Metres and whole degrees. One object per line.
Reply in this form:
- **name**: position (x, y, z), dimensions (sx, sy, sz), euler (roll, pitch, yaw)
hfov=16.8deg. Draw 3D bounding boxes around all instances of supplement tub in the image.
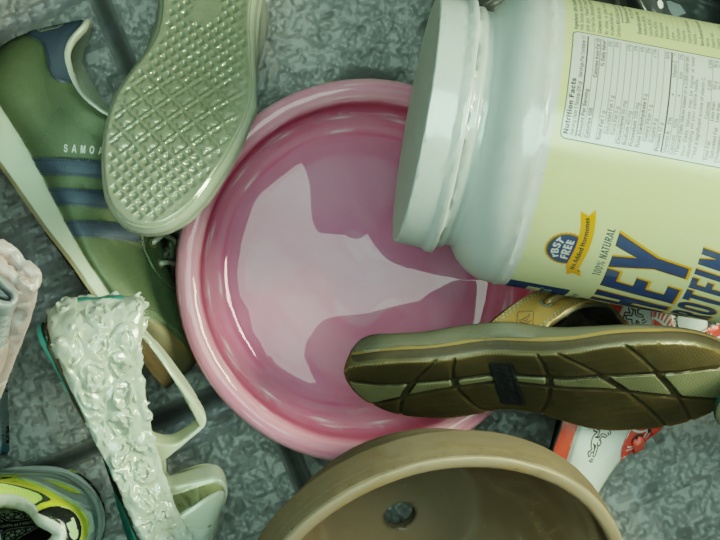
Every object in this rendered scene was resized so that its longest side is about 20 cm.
- **supplement tub**: position (0.124, -0.057, 1.198), dimensions (0.199, 0.145, 0.146), euler (10, 86, -4)

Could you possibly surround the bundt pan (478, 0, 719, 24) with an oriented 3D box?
- **bundt pan**: position (0.132, -0.185, 1.306), dimensions (0.201, 0.076, 0.203), euler (0, 87, -2)

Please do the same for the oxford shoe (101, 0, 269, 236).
- **oxford shoe**: position (-0.085, -0.096, 1.265), dimensions (0.075, 0.058, 0.201), euler (6, 56, 5)

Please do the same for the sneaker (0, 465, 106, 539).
- **sneaker**: position (-0.235, 0.136, 1.270), dimensions (0.199, 0.076, 0.076), euler (-11, 89, -1)

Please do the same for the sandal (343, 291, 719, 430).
- **sandal**: position (0.092, 0.039, 1.239), dimensions (0.199, 0.080, 0.054), euler (0, 56, 10)

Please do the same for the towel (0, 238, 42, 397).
- **towel**: position (-0.249, -0.009, 1.165), dimensions (0.200, 0.191, 0.032), euler (36, 61, 1)

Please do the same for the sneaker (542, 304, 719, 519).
- **sneaker**: position (0.169, 0.052, 1.297), dimensions (0.108, 0.067, 0.202), euler (17, 83, 3)

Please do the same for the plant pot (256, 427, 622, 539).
- **plant pot**: position (0.030, 0.151, 1.254), dimensions (0.200, 0.093, 0.201), euler (-6, 122, -10)

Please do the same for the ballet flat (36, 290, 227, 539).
- **ballet flat**: position (-0.104, 0.099, 1.253), dimensions (0.072, 0.072, 0.201), euler (-20, 113, -4)

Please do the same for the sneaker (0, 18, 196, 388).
- **sneaker**: position (-0.127, -0.044, 1.289), dimensions (0.090, 0.067, 0.200), euler (-35, 87, -1)

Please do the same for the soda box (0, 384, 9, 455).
- **soda box**: position (-0.286, 0.069, 1.278), dimensions (0.199, 0.064, 0.069), euler (-3, 86, -2)

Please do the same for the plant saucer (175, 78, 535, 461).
- **plant saucer**: position (0.000, 0.000, 1.291), dimensions (0.200, 0.051, 0.201), euler (0, 92, -11)

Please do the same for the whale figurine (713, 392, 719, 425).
- **whale figurine**: position (0.260, 0.091, 1.262), dimensions (0.200, 0.104, 0.159), euler (37, 98, -26)
